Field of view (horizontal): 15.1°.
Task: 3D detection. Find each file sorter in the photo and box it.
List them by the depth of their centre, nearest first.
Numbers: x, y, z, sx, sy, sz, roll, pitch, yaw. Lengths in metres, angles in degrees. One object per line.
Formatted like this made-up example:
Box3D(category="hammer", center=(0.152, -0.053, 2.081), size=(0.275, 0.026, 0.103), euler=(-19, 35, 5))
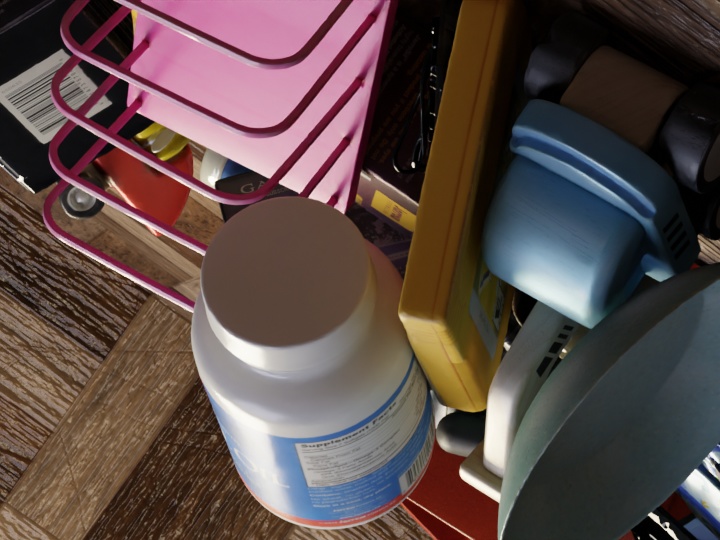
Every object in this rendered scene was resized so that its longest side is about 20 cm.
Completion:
Box3D(category="file sorter", center=(-0.077, -0.094, 1.378), size=(0.139, 0.125, 0.200), euler=(27, 140, 12))

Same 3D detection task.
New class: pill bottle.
Box3D(category="pill bottle", center=(-0.025, 0.044, 1.360), size=(0.112, 0.112, 0.200), euler=(32, 160, 22))

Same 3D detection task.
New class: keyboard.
Box3D(category="keyboard", center=(0.033, -0.054, 1.397), size=(0.040, 0.104, 0.200), euler=(7, 131, 6))

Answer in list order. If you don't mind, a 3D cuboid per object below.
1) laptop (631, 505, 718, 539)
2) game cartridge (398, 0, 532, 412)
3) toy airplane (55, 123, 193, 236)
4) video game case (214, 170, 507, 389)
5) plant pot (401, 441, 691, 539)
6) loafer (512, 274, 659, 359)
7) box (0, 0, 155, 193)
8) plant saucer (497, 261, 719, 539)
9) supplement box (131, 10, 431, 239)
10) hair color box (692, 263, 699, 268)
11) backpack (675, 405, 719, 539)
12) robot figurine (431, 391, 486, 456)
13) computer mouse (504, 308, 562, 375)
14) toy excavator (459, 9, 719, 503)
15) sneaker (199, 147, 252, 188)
Box3D(category="laptop", center=(0.244, 0.166, 1.496), size=(0.177, 0.103, 0.200), euler=(41, 171, 27))
Box3D(category="game cartridge", center=(0.059, -0.034, 1.345), size=(0.032, 0.177, 0.200), euler=(10, 167, 9))
Box3D(category="toy airplane", center=(-0.154, -0.145, 1.773), size=(0.199, 0.141, 0.200), euler=(84, 168, -65))
Box3D(category="video game case", center=(0.000, 0.000, 1.595), size=(0.200, 0.143, 0.019), euler=(-107, 3, -45))
Box3D(category="plant pot", center=(0.165, 0.157, 1.967), size=(0.200, 0.176, 0.200), euler=(30, 170, 25))
Box3D(category="loafer", center=(0.119, -0.001, 1.452), size=(0.070, 0.075, 0.200), euler=(15, -165, -3))
Box3D(category="box", center=(-0.213, -0.173, 1.593), size=(0.148, 0.104, 0.200), euler=(49, -167, -56))
Box3D(category="plant saucer", center=(0.127, 0.062, 1.285), size=(0.039, 0.201, 0.201), euler=(43, 176, 25))
Box3D(category="supplement box", center=(-0.025, -0.113, 1.518), size=(0.200, 0.086, 0.110), euler=(35, 171, 2))
Box3D(category="hair color box", center=(0.237, 0.075, 1.620), size=(0.111, 0.064, 0.200), euler=(30, 171, 27))
Box3D(category="backpack", center=(0.236, 0.083, 1.420), size=(0.200, 0.163, 0.154), euler=(36, 166, 42))
Box3D(category="robot figurine", center=(0.107, 0.060, 1.733), size=(0.200, 0.125, 0.150), euler=(12, 180, 6))
Box3D(category="computer mouse", center=(0.099, -0.008, 1.570), size=(0.110, 0.044, 0.200), euler=(42, -157, -16))
Box3D(category="toy excavator", center=(0.099, 0.004, 1.298), size=(0.100, 0.200, 0.194), euler=(32, 171, 22))
Box3D(category="sneaker", center=(-0.013, -0.051, 1.734), size=(0.111, 0.077, 0.200), euler=(33, -170, 25))
